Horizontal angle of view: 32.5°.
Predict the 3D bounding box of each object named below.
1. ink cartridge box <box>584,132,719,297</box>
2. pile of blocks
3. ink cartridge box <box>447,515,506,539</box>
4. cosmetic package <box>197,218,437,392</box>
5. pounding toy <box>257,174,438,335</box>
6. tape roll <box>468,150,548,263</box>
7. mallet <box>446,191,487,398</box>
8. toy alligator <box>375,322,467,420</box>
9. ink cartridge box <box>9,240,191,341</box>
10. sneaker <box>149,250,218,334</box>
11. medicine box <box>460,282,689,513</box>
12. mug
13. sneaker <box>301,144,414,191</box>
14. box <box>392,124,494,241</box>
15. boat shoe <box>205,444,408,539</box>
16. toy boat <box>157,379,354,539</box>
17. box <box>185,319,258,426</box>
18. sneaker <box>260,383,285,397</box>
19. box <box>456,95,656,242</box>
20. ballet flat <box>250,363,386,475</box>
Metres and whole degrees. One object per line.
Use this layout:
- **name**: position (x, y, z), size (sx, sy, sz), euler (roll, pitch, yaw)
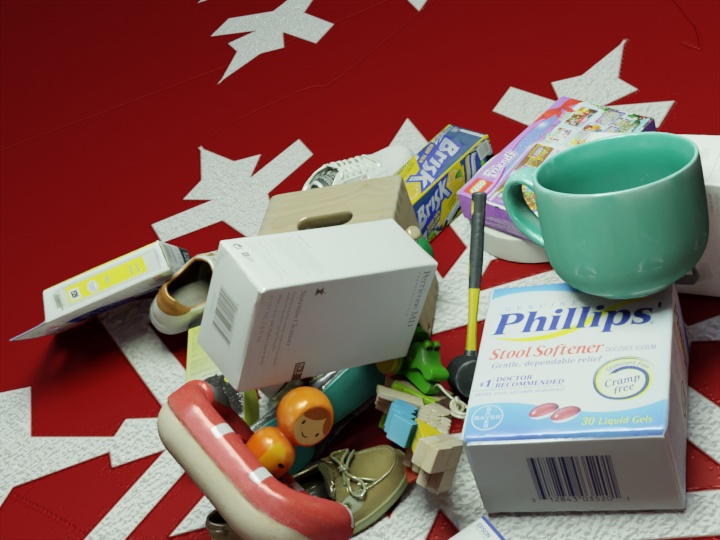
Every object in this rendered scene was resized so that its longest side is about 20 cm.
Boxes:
- **ink cartridge box**: position (0.319, -0.056, 1.237), size (0.197, 0.147, 0.085), euler (7, 43, 35)
- **pile of blocks**: position (0.045, 0.154, 1.148), size (0.081, 0.063, 0.200), euler (18, 11, -4)
- **ink cartridge box**: position (0.051, 0.296, 1.035), size (0.198, 0.037, 0.095), euler (-34, 37, -10)
- **cosmetic package**: position (-0.038, 0.028, 1.116), size (0.197, 0.114, 0.081), euler (-9, 39, -35)
- **pounding toy**: position (0.000, 0.000, 1.304), size (0.197, 0.186, 0.143), euler (-8, 38, 19)
- **tape roll**: position (0.219, -0.087, 1.423), size (0.199, 0.037, 0.204), euler (-15, 36, 11)
- **mallet**: position (0.111, 0.026, 1.230), size (0.040, 0.204, 0.066), euler (4, -7, -5)
- **toy alligator**: position (0.053, 0.080, 1.207), size (0.059, 0.055, 0.199), euler (9, 16, -40)
- **ink cartridge box**: position (-0.304, 0.024, 1.468), size (0.197, 0.048, 0.198), euler (-21, -1, 0)
- **sneaker**: position (-0.149, 0.006, 1.433), size (0.199, 0.085, 0.073), euler (-31, 75, -29)
- **medicine box**: position (0.201, 0.111, 1.128), size (0.179, 0.104, 0.202), euler (-6, 40, 21)
- **mug**: position (0.234, -0.049, 1.137), size (0.150, 0.116, 0.185), euler (-20, 22, -12)
- **sneaker**: position (-0.010, -0.105, 1.530), size (0.199, 0.081, 0.076), euler (-40, 38, -24)
- **box**: position (0.075, -0.088, 1.477), size (0.070, 0.065, 0.200), euler (21, 54, 43)
- **boat shoe**: position (-0.047, 0.214, 1.164), size (0.198, 0.064, 0.074), euler (-24, 36, -1)
- **toy boat**: position (-0.075, 0.159, 1.086), size (0.131, 0.131, 0.200), euler (-45, 69, -1)
- **box**: position (-0.150, 0.127, 1.339), size (0.074, 0.051, 0.201), euler (-18, 36, 7)
- **sneaker**: position (-0.094, 0.076, 1.255), size (0.073, 0.085, 0.200), euler (-46, -2, -10)
- **box**: position (0.222, -0.115, 1.391), size (0.200, 0.039, 0.136), euler (-42, 41, -23)
- **ballet flat**: position (-0.059, 0.155, 1.256), size (0.199, 0.073, 0.072), euler (-37, 39, -19)
